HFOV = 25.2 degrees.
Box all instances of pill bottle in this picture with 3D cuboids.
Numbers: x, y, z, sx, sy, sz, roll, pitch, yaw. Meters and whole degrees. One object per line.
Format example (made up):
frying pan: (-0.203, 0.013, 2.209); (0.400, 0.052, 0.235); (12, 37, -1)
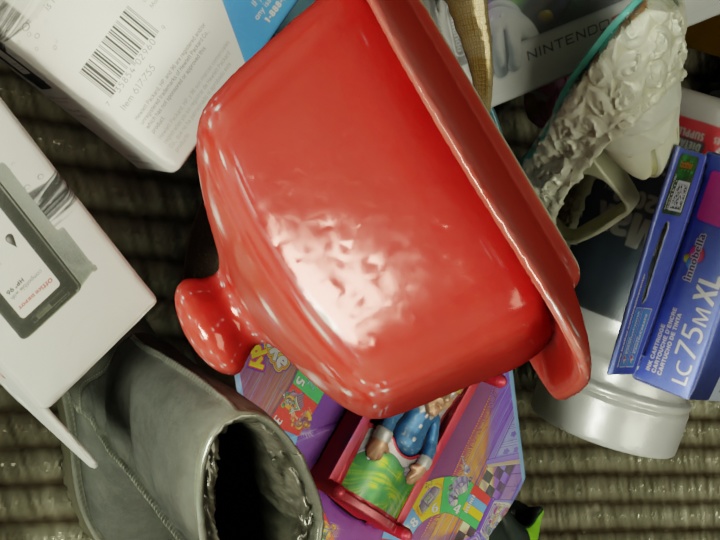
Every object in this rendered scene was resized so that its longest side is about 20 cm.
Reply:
pill bottle: (0.170, -0.002, 0.925); (0.119, 0.119, 0.203); (10, 101, -39)

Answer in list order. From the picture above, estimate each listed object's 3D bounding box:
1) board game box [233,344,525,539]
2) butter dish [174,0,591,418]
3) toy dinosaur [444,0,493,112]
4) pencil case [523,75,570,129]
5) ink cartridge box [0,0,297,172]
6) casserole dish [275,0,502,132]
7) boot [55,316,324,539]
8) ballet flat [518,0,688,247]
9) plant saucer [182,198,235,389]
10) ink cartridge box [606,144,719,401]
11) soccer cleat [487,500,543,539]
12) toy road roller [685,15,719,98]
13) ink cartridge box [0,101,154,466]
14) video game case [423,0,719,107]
board game box: (0.022, 0.067, 0.766); (0.156, 0.039, 0.203); (-17, 107, -30)
butter dish: (-0.008, -0.010, 0.660); (0.147, 0.200, 0.201); (-30, 83, 0)
toy dinosaur: (0.041, -0.166, 0.709); (0.100, 0.058, 0.201); (-27, 113, 4)
pencil case: (0.095, -0.173, 0.829); (0.082, 0.086, 0.202); (-32, 120, -15)
ink cartridge box: (-0.128, -0.146, 0.662); (0.199, 0.068, 0.117); (39, 81, -22)
casserole dish: (-0.010, -0.091, 0.782); (0.121, 0.039, 0.201); (-40, 108, -23)
boot: (-0.074, 0.103, 0.727); (0.072, 0.199, 0.184); (-32, 123, -24)
ballet flat: (0.120, -0.063, 0.794); (0.071, 0.200, 0.073); (8, 62, -15)
plant saucer: (0.000, 0.000, 0.853); (0.199, 0.037, 0.203); (-15, 115, -33)
ink cartridge box: (0.201, 0.008, 0.837); (0.199, 0.042, 0.121); (9, 101, -52)
soccer cleat: (0.036, 0.132, 0.917); (0.199, 0.067, 0.082); (36, 69, -43)
toy road roller: (0.266, -0.160, 0.924); (0.123, 0.145, 0.201); (-46, 128, -15)
ink cartridge box: (-0.162, -0.022, 0.660); (0.068, 0.116, 0.201); (-43, 128, -14)
video game case: (0.096, -0.192, 0.757); (0.180, 0.023, 0.202); (-23, 117, -15)
